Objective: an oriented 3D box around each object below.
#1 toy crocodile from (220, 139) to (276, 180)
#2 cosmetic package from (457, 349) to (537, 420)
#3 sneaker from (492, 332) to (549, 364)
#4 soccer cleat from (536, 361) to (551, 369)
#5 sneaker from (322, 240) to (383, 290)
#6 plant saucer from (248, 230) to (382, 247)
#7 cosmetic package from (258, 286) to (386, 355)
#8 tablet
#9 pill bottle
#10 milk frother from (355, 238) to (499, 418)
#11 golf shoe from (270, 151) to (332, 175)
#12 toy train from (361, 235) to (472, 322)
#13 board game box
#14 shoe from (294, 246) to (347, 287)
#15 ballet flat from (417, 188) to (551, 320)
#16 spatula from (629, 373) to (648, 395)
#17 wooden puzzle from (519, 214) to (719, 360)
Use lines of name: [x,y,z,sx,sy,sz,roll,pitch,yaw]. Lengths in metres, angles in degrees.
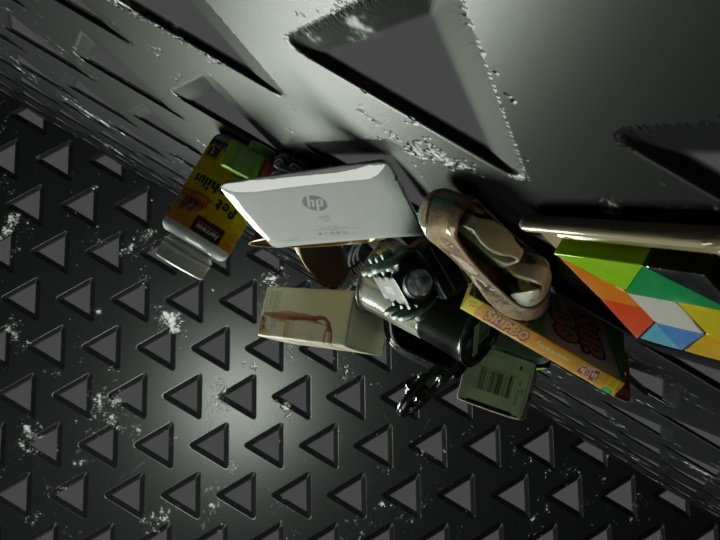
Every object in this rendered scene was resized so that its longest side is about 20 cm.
toy crocodile: [-0.120,-0.121,0.847,0.061,0.068,0.200,22,172,31]
cosmetic package: [0.222,0.182,0.972,0.102,0.088,0.200,15,172,21]
sneaker: [0.219,0.106,1.001,0.199,0.074,0.071,26,169,31]
soccer cleat: [0.248,0.121,1.069,0.198,0.068,0.081,26,165,-19]
sneaker: [0.000,0.000,1.026,0.070,0.109,0.200,31,174,-19]
plant saucer: [-0.060,-0.058,0.866,0.197,0.036,0.200,-3,178,0]
cosmetic package: [-0.061,0.081,0.999,0.198,0.088,0.103,0,165,41]
tablet: [-0.040,-0.066,0.668,0.198,0.014,0.130,-4,149,23]
pill bottle: [-0.218,-0.092,0.905,0.108,0.202,0.109,29,174,3]
milk frother: [0.067,0.078,0.837,0.187,0.183,0.199,25,-155,34]
golf shoe: [-0.053,-0.077,0.742,0.199,0.098,0.078,21,167,49]
toy train: [0.070,0.001,0.701,0.086,0.113,0.200,60,174,-2]
board game box: [0.209,0.060,0.665,0.199,0.030,0.096,32,-145,3]
shoe: [-0.082,-0.054,1.027,0.201,0.070,0.053,55,-178,19]
ballet flat: [0.135,-0.006,0.573,0.199,0.069,0.067,32,166,-30]
spatula: [0.339,0.129,0.856,0.199,0.021,0.057,31,-173,-19]
wooden puzzle: [0.235,0.022,0.452,0.199,0.038,0.185,33,173,-24]
